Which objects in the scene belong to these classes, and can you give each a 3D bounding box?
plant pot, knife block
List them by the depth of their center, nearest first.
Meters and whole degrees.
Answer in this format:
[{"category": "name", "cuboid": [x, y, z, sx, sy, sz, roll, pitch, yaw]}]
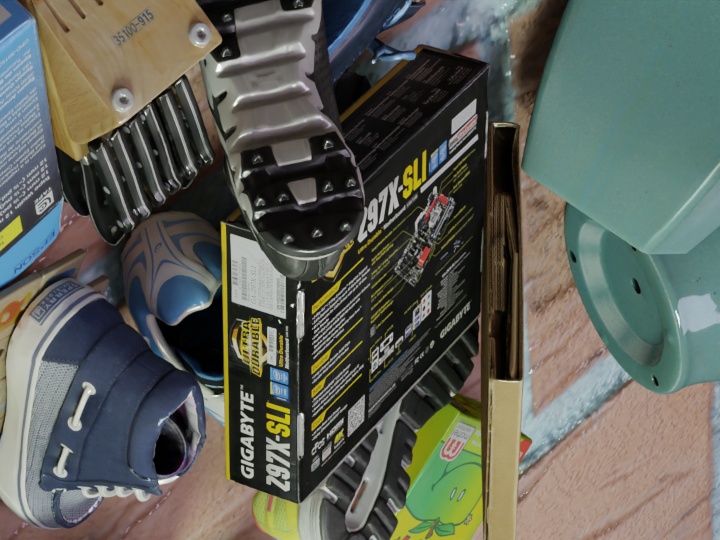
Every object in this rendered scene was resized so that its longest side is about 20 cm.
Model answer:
[{"category": "knife block", "cuboid": [-0.140, -0.109, 1.327, 0.064, 0.175, 0.200, -41, 101, -22]}, {"category": "plant pot", "cuboid": [0.184, -0.117, 1.644, 0.201, 0.141, 0.141, -58, 162, 12]}, {"category": "plant pot", "cuboid": [0.232, -0.022, 1.786, 0.187, 0.200, 0.201, -24, 140, -17]}]

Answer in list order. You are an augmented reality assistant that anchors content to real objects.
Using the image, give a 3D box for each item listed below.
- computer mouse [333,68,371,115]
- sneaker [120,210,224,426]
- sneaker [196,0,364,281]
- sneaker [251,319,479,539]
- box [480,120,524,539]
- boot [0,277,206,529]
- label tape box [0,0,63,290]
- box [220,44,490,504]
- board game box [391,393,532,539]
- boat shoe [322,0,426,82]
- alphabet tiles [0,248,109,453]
[{"category": "computer mouse", "cuboid": [0.005, -0.107, 1.534, 0.058, 0.034, 0.201, 12, 109, -56]}, {"category": "sneaker", "cuboid": [-0.068, 0.047, 1.532, 0.071, 0.073, 0.200, -22, 143, 9]}, {"category": "sneaker", "cuboid": [-0.043, -0.082, 1.381, 0.066, 0.201, 0.091, -10, 158, -7]}, {"category": "sneaker", "cuboid": [-0.005, 0.069, 1.659, 0.078, 0.090, 0.201, 46, 59, -32]}, {"category": "box", "cuboid": [0.078, 0.038, 1.650, 0.200, 0.021, 0.164, 87, 3, -59]}, {"category": "boot", "cuboid": [-0.126, 0.091, 1.460, 0.073, 0.090, 0.200, -45, 161, -25]}, {"category": "label tape box", "cuboid": [-0.204, -0.034, 1.286, 0.143, 0.066, 0.200, -43, 163, -19]}, {"category": "box", "cuboid": [0.000, 0.000, 1.513, 0.200, 0.049, 0.161, -45, 143, -46]}, {"category": "board game box", "cuboid": [0.014, 0.166, 1.790, 0.201, 0.048, 0.101, -58, 149, 5]}, {"category": "boat shoe", "cuboid": [0.010, -0.142, 1.458, 0.200, 0.084, 0.069, -49, 141, -4]}, {"category": "alphabet tiles", "cuboid": [-0.196, 0.074, 1.411, 0.200, 0.006, 0.167, -32, 154, -49]}]
